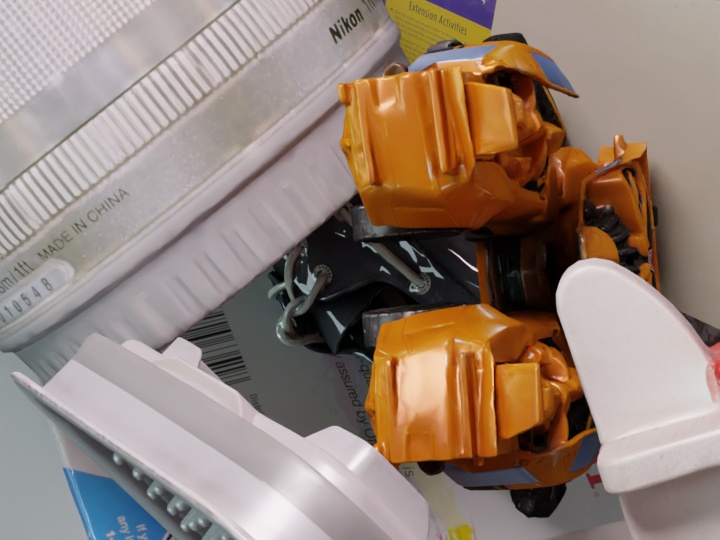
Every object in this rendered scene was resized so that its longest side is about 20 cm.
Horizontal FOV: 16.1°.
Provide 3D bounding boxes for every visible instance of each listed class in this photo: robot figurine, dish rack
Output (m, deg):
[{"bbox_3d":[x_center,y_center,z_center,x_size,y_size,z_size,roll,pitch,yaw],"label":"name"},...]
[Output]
[{"bbox_3d":[0.045,0.001,0.712,0.200,0.058,0.145,-2,-94,-72],"label":"robot figurine"},{"bbox_3d":[0.007,0.091,0.669,0.200,0.044,0.172,46,170,-28],"label":"dish rack"}]

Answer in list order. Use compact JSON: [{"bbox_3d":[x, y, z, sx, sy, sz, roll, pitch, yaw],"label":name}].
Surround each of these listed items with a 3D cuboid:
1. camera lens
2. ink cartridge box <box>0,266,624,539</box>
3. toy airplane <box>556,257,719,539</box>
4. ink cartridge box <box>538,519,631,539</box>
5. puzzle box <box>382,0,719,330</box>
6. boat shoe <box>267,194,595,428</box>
[{"bbox_3d":[-0.095,-0.083,0.750,0.200,0.160,0.160,52,155,-7],"label":"camera lens"},{"bbox_3d":[-0.020,0.081,0.920,0.145,0.200,0.147,112,140,-56],"label":"ink cartridge box"},{"bbox_3d":[0.151,0.018,0.626,0.199,0.141,0.200,31,118,18],"label":"toy airplane"},{"bbox_3d":[0.107,0.166,0.775,0.200,0.128,0.125,48,139,48],"label":"ink cartridge box"},{"bbox_3d":[0.063,-0.073,0.804,0.200,0.025,0.133,27,128,25],"label":"puzzle box"},{"bbox_3d":[0.000,0.000,0.843,0.200,0.063,0.073,33,154,13],"label":"boat shoe"}]
